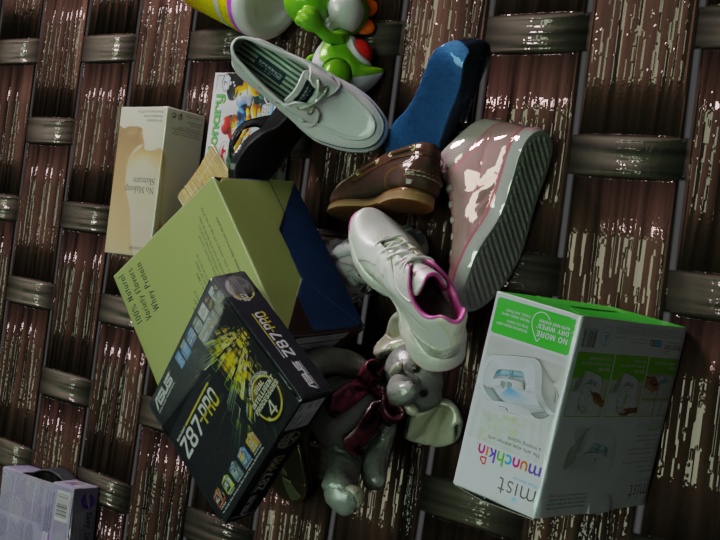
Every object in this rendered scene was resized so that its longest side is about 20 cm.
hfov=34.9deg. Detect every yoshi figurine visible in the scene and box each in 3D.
[{"bbox_3d":[-0.048,-0.265,1.347,0.112,0.111,0.203,-7,77,46],"label":"yoshi figurine"}]

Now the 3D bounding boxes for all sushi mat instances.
[{"bbox_3d":[-0.165,-0.054,1.437,0.096,0.012,0.201,-48,59,27],"label":"sushi mat"}]

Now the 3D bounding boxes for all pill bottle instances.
[{"bbox_3d":[-0.172,-0.373,1.464,0.199,0.104,0.105,33,106,38],"label":"pill bottle"}]

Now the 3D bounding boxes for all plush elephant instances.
[{"bbox_3d":[0.022,0.135,1.209,0.154,0.200,0.166,-29,90,22],"label":"plush elephant"}]

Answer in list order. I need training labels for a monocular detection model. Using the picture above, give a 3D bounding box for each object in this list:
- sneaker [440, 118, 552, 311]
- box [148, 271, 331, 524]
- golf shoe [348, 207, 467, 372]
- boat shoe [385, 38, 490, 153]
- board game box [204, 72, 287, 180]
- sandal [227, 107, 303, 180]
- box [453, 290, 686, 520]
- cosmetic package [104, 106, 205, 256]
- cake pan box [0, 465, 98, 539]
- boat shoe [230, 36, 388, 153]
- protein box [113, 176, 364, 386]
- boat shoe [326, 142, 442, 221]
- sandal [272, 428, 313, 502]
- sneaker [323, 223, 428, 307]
[{"bbox_3d":[0.121,-0.064,1.201,0.104,0.075,0.202,27,100,41],"label":"sneaker"},{"bbox_3d":[-0.125,0.127,1.140,0.162,0.049,0.201,53,130,26],"label":"box"},{"bbox_3d":[0.053,0.003,1.167,0.201,0.075,0.092,57,155,25],"label":"golf shoe"},{"bbox_3d":[0.091,-0.162,1.234,0.084,0.068,0.200,53,142,15],"label":"boat shoe"},{"bbox_3d":[-0.145,-0.151,1.462,0.125,0.034,0.203,7,90,41],"label":"board game box"},{"bbox_3d":[-0.116,-0.151,1.344,0.047,0.201,0.076,15,126,15],"label":"sandal"},{"bbox_3d":[0.195,0.121,1.033,0.096,0.199,0.179,17,97,41],"label":"box"},{"bbox_3d":[-0.278,-0.116,1.548,0.104,0.071,0.203,5,88,40],"label":"cosmetic package"},{"bbox_3d":[-0.461,0.389,1.663,0.183,0.052,0.203,3,87,39],"label":"cake pan box"},{"bbox_3d":[-0.062,-0.191,1.256,0.199,0.067,0.074,28,93,7],"label":"boat shoe"},{"bbox_3d":[-0.139,0.035,1.282,0.200,0.134,0.200,-39,68,32],"label":"protein box"},{"bbox_3d":[0.029,-0.093,1.251,0.199,0.070,0.071,-7,70,59],"label":"boat shoe"},{"bbox_3d":[-0.078,0.172,1.362,0.081,0.054,0.203,-3,98,39],"label":"sandal"},{"bbox_3d":[0.000,0.000,1.313,0.199,0.075,0.083,-11,103,39],"label":"sneaker"}]
